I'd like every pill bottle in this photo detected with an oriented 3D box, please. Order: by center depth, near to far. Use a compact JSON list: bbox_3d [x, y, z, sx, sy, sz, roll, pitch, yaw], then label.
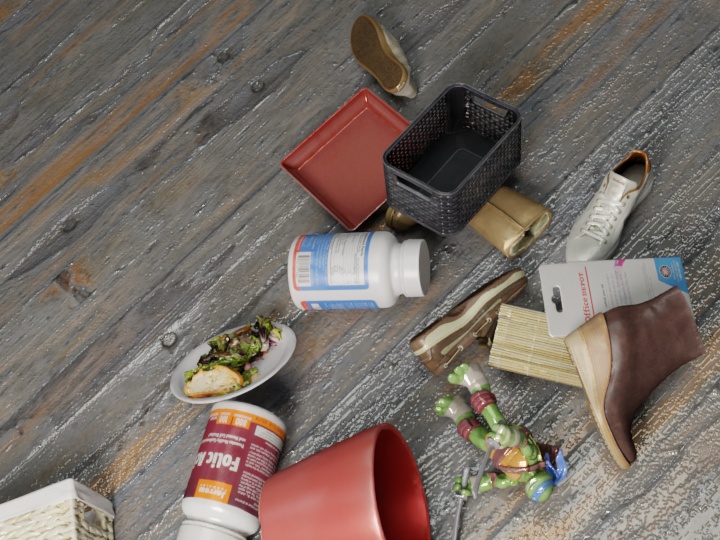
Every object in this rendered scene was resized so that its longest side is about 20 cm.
[{"bbox_3d":[-0.179,0.293,1.464,0.112,0.115,0.203,5,62,20],"label":"pill bottle"},{"bbox_3d":[0.000,0.000,1.578,0.196,0.113,0.114,-1,60,16],"label":"pill bottle"}]

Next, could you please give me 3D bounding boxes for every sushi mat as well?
[{"bbox_3d":[0.279,0.108,1.459,0.196,0.012,0.097,12,64,7],"label":"sushi mat"}]

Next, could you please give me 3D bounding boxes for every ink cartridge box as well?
[{"bbox_3d":[0.340,0.051,1.441,0.195,0.068,0.117,-2,59,-1],"label":"ink cartridge box"}]

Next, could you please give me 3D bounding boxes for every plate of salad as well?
[{"bbox_3d":[-0.189,0.124,1.559,0.196,0.049,0.201,-17,25,8],"label":"plate of salad"}]

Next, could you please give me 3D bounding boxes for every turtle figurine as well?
[{"bbox_3d":[0.149,0.230,1.382,0.198,0.145,0.195,-29,53,-5],"label":"turtle figurine"}]

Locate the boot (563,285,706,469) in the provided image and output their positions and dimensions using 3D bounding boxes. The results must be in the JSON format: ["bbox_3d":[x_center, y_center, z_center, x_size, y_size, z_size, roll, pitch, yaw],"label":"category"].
[{"bbox_3d":[0.365,0.138,1.359,0.164,0.072,0.203,-21,98,5],"label":"boot"}]

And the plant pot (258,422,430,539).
[{"bbox_3d":[-0.024,0.314,1.369,0.174,0.201,0.204,-16,57,18],"label":"plant pot"}]

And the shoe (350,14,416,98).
[{"bbox_3d":[0.039,-0.360,1.813,0.070,0.053,0.202,-49,48,26],"label":"shoe"}]

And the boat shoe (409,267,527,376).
[{"bbox_3d":[0.165,0.077,1.518,0.201,0.075,0.075,-35,91,-11],"label":"boat shoe"}]

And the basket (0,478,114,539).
[{"bbox_3d":[-0.449,0.394,1.480,0.197,0.136,0.125,-21,59,5],"label":"basket"}]

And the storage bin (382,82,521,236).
[{"bbox_3d":[0.137,-0.165,1.574,0.134,0.095,0.200,30,62,26],"label":"storage bin"}]

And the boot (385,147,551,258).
[{"bbox_3d":[0.158,-0.082,1.603,0.175,0.066,0.199,-45,60,-10],"label":"boot"}]

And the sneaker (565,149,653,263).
[{"bbox_3d":[0.354,-0.092,1.536,0.072,0.085,0.202,27,73,26],"label":"sneaker"}]

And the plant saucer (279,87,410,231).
[{"bbox_3d":[0.000,-0.175,1.722,0.199,0.037,0.200,-42,57,-8],"label":"plant saucer"}]
